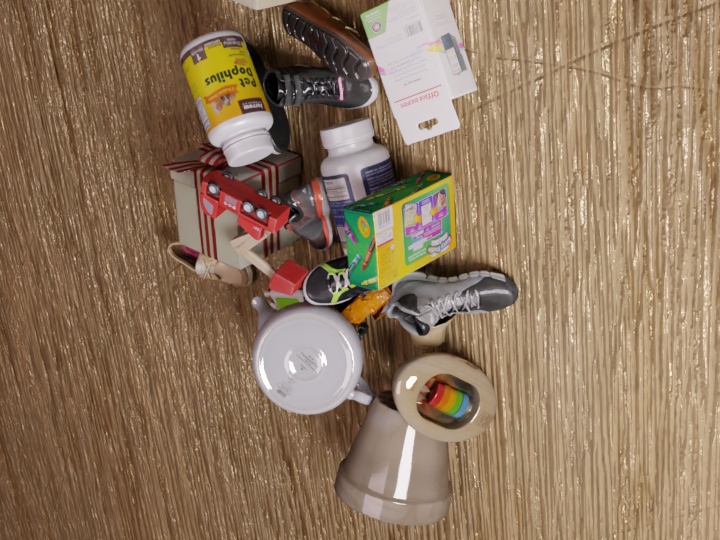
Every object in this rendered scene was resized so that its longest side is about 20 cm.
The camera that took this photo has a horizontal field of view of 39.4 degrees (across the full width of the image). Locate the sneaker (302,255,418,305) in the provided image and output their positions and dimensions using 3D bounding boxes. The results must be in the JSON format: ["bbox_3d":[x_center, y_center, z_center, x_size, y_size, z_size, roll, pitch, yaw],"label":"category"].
[{"bbox_3d":[0.000,0.000,1.593,0.083,0.199,0.072,62,-170,-82],"label":"sneaker"}]

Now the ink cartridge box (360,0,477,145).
[{"bbox_3d":[0.090,-0.294,1.442,0.117,0.067,0.201,-11,100,46],"label":"ink cartridge box"}]

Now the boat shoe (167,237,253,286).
[{"bbox_3d":[-0.293,-0.013,1.941,0.199,0.069,0.074,24,125,34],"label":"boat shoe"}]

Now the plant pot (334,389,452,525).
[{"bbox_3d":[0.069,0.302,1.683,0.199,0.200,0.175,21,106,35],"label":"plant pot"}]

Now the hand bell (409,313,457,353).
[{"bbox_3d":[0.110,0.134,1.632,0.104,0.104,0.201,25,136,33],"label":"hand bell"}]

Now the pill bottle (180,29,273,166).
[{"bbox_3d":[-0.208,-0.273,1.608,0.109,0.109,0.201,-27,81,47],"label":"pill bottle"}]

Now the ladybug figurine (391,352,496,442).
[{"bbox_3d":[0.129,0.196,1.585,0.136,0.200,0.072,-58,27,2],"label":"ladybug figurine"}]

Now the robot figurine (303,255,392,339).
[{"bbox_3d":[-0.017,0.046,1.715,0.145,0.058,0.200,56,136,8],"label":"robot figurine"}]

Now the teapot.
[{"bbox_3d":[-0.082,0.140,1.685,0.196,0.146,0.201,-6,99,4],"label":"teapot"}]

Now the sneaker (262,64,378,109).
[{"bbox_3d":[-0.070,-0.283,1.578,0.199,0.099,0.071,15,117,37],"label":"sneaker"}]

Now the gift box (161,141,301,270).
[{"bbox_3d":[-0.228,-0.134,1.740,0.199,0.184,0.188,20,124,29],"label":"gift box"}]

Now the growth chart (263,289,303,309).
[{"bbox_3d":[-0.109,0.124,1.871,0.144,0.018,0.201,-12,100,47],"label":"growth chart"}]

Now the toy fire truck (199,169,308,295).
[{"bbox_3d":[-0.171,-0.061,1.604,0.199,0.049,0.142,27,130,13],"label":"toy fire truck"}]

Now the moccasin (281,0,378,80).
[{"bbox_3d":[-0.037,-0.352,1.525,0.201,0.077,0.074,39,146,40],"label":"moccasin"}]

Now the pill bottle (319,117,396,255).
[{"bbox_3d":[0.002,-0.132,1.573,0.111,0.111,0.201,-3,107,44],"label":"pill bottle"}]

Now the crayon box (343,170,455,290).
[{"bbox_3d":[0.062,-0.062,1.484,0.058,0.200,0.119,13,118,37],"label":"crayon box"}]

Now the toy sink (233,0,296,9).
[{"bbox_3d":[-0.182,-0.489,1.564,0.199,0.130,0.113,29,127,30],"label":"toy sink"}]

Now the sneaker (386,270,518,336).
[{"bbox_3d":[0.132,0.059,1.504,0.199,0.116,0.075,0,125,22],"label":"sneaker"}]

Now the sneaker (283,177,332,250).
[{"bbox_3d":[-0.093,-0.091,1.657,0.200,0.081,0.077,88,168,-64],"label":"sneaker"}]

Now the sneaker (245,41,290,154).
[{"bbox_3d":[-0.204,-0.272,1.706,0.120,0.083,0.201,-25,84,32],"label":"sneaker"}]
